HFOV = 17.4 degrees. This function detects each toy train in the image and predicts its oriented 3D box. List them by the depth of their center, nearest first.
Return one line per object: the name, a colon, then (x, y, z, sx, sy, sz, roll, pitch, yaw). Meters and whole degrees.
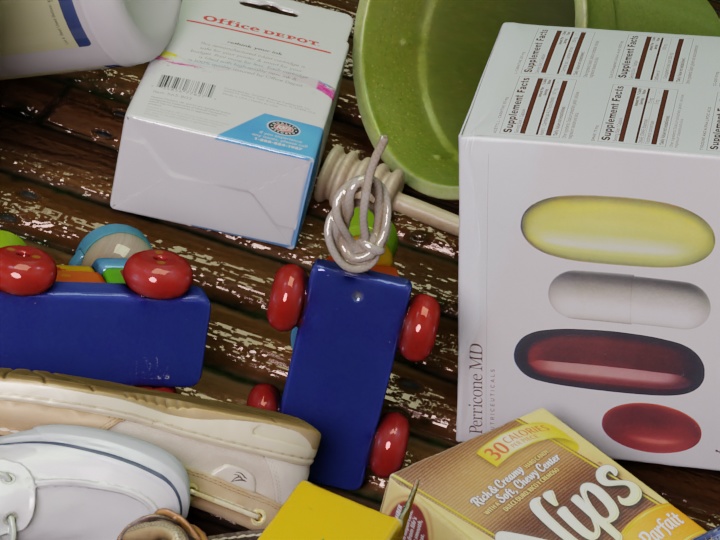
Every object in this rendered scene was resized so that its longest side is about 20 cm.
toy train: (0.000, 0.000, 1.200, 0.085, 0.200, 0.116, 12, 27, -2)
toy train: (-0.187, 0.015, 1.207, 0.200, 0.085, 0.116, 2, 23, -19)

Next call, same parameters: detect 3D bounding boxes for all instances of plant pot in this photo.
plant pot: (0.131, -0.138, 1.498, 0.190, 0.200, 0.200, 4, 30, -42)

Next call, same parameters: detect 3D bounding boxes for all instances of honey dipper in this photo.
honey dipper: (0.070, -0.024, 1.418, 0.200, 0.038, 0.038, 21, 32, 9)

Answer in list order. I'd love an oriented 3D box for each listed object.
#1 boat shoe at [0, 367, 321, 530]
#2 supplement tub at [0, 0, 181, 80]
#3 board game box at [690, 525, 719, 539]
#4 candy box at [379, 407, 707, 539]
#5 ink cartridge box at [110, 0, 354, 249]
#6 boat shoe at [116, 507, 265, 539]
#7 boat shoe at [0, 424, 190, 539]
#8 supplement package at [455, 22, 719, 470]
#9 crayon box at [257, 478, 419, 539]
boat shoe: (-0.120, 0.090, 1.128, 0.200, 0.069, 0.074, 11, 0, -10)
supplement tub: (-0.221, -0.187, 1.414, 0.200, 0.145, 0.145, -4, 27, 17)
board game box: (0.279, 0.175, 1.075, 0.200, 0.062, 0.200, -20, 79, -30)
candy box: (0.115, 0.155, 1.131, 0.115, 0.055, 0.200, -19, 45, -41)
ink cartridge box: (-0.075, -0.101, 1.452, 0.115, 0.068, 0.200, 14, 32, 1)
boat shoe: (-0.085, 0.146, 1.051, 0.200, 0.072, 0.072, -13, 40, -36)
boat shoe: (-0.178, 0.117, 1.070, 0.200, 0.074, 0.067, -1, 30, 0)
supplement package: (0.161, -0.013, 1.254, 0.200, 0.192, 0.147, 5, 30, 12)
crayon box: (-0.039, 0.177, 0.970, 0.051, 0.127, 0.200, 21, 31, 12)
